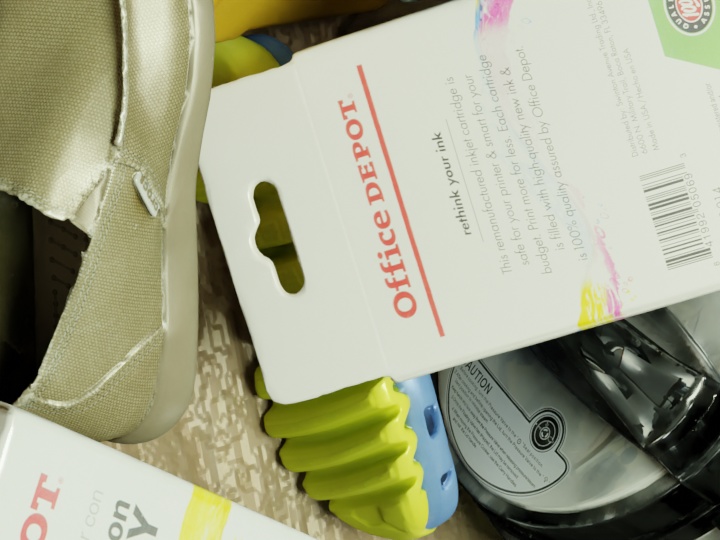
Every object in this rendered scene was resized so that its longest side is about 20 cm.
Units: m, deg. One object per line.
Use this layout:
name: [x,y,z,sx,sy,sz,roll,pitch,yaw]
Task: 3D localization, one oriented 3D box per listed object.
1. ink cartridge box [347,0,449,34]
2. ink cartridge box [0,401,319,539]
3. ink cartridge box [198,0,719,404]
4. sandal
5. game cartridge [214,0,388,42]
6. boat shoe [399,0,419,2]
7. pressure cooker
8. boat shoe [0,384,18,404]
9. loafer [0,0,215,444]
ink cartridge box: [0.122,-0.110,1.113,0.165,0.200,0.075,-41,114,-42]
ink cartridge box: [-0.078,0.132,0.863,0.200,0.083,0.145,29,75,-42]
ink cartridge box: [0.054,-0.036,0.980,0.067,0.200,0.117,-23,97,-74]
sandal: [0.000,0.000,1.058,0.087,0.079,0.200,-26,107,-38]
game cartridge: [0.004,-0.154,0.995,0.032,0.176,0.200,40,22,11]
boat shoe: [0.035,-0.121,1.001,0.063,0.074,0.201,42,14,11]
pressure cooker: [0.123,0.039,1.117,0.200,0.176,0.179,31,60,-44]
boat shoe: [-0.167,0.101,0.882,0.068,0.072,0.200,52,55,-31]
loafer: [-0.089,-0.040,0.894,0.067,0.076,0.200,-15,103,-48]
